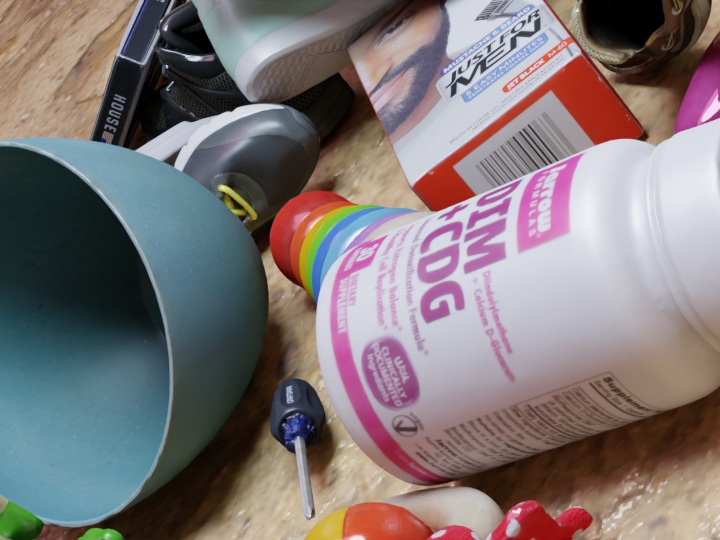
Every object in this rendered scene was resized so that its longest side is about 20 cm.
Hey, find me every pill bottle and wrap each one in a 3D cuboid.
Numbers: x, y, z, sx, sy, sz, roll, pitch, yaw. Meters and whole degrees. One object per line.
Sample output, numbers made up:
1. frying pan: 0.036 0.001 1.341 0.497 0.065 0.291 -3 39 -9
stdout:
1. pill bottle: 0.089 0.012 0.912 0.200 0.113 0.113 -22 32 33

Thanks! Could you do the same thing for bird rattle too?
1. bird rattle: 0.003 0.128 0.881 0.200 0.113 0.163 -30 12 16

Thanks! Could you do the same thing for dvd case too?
1. dvd case: -0.148 -0.149 1.488 0.200 0.025 0.150 -73 5 -46

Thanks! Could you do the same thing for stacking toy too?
1. stacking toy: 0.000 0.000 1.101 0.085 0.085 0.200 -45 21 -7

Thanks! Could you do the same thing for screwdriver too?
1. screwdriver: -0.032 0.083 1.006 0.200 0.029 0.028 -84 7 -80

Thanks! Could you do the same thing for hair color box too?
1. hair color box: 0.067 -0.099 1.167 0.111 0.064 0.200 -38 25 8

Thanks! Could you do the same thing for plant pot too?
1. plant pot: -0.127 0.019 1.144 0.200 0.200 0.135 -16 2 41

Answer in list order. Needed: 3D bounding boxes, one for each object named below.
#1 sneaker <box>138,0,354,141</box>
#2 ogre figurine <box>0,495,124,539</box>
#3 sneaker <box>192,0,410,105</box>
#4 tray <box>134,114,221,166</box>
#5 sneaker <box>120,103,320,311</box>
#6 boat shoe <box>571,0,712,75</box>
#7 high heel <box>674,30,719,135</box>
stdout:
1. sneaker: -0.097 -0.130 1.380 0.076 0.114 0.199 -50 26 -21
2. ogre figurine: -0.174 0.173 1.045 0.098 0.200 0.120 86 -152 -67
3. sneaker: -0.008 -0.186 1.288 0.200 0.074 0.118 -25 61 -19
4. tray: -0.166 -0.029 1.304 0.200 0.022 0.107 -34 -11 -23
5. sneaker: -0.095 -0.013 1.260 0.200 0.074 0.085 -42 31 19
6. boat shoe: 0.127 -0.135 1.046 0.075 0.075 0.202 -46 -10 -14
7. high heel: 0.197 -0.150 1.030 0.200 0.096 0.067 -47 27 -11
